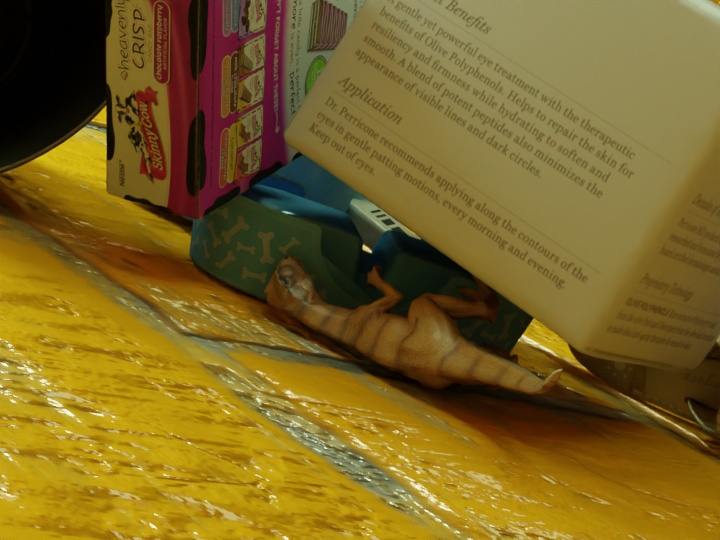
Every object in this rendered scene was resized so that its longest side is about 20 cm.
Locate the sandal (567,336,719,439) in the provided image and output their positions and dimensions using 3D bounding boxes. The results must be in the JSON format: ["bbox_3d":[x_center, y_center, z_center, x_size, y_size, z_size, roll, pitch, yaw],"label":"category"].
[{"bbox_3d":[0.201,0.071,1.102,0.211,0.078,0.070,20,28,27],"label":"sandal"}]

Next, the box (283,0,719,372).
[{"bbox_3d":[0.113,-0.074,1.024,0.199,0.172,0.200,36,10,24],"label":"box"}]

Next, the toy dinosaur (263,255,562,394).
[{"bbox_3d":[0.041,0.040,0.959,0.200,0.061,0.106,16,17,38],"label":"toy dinosaur"}]

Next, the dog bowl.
[{"bbox_3d":[0.000,0.000,1.067,0.200,0.050,0.111,20,10,-10],"label":"dog bowl"}]

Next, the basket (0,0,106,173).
[{"bbox_3d":[-0.218,-0.130,1.062,0.136,0.180,0.200,63,-13,-17],"label":"basket"}]

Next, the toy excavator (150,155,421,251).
[{"bbox_3d":[-0.014,-0.037,1.163,0.194,0.100,0.200,6,30,-50],"label":"toy excavator"}]

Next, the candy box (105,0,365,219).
[{"bbox_3d":[-0.052,-0.127,1.032,0.061,0.137,0.200,17,29,26],"label":"candy box"}]
